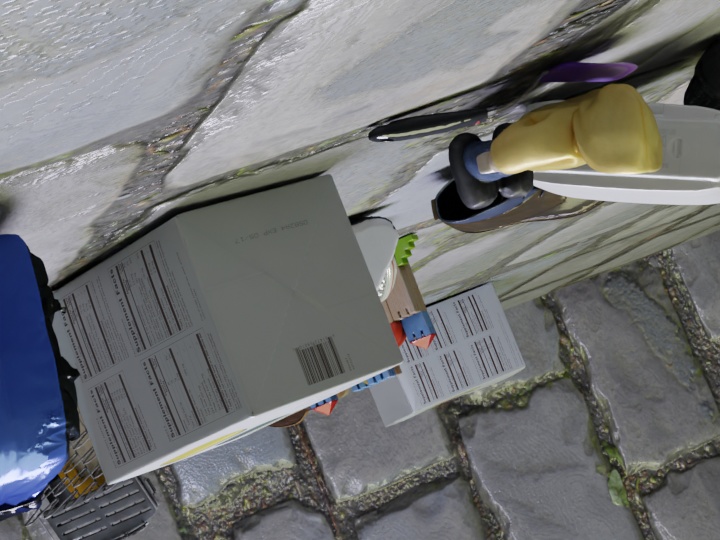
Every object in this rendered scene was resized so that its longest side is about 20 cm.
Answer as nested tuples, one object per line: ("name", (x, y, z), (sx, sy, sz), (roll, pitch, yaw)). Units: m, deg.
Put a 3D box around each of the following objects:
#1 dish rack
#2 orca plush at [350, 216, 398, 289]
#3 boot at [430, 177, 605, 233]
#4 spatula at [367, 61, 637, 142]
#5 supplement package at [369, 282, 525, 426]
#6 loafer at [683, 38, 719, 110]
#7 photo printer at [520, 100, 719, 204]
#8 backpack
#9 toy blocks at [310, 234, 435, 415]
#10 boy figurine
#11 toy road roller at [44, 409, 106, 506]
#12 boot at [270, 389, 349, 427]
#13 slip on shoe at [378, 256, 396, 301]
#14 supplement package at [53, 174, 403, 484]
("dish rack", (-0.291, 0.184, 1.920), (0.153, 0.201, 0.055), (-25, -166, 34))
("orca plush", (-0.045, 0.032, 1.769), (0.105, 0.201, 0.071), (36, 160, -30))
("boot", (0.153, -0.075, 1.710), (0.199, 0.075, 0.097), (-21, 177, 19))
("spatula", (0.097, -0.116, 1.382), (0.199, 0.021, 0.056), (-19, 178, -18))
("supplement package", (0.121, 0.134, 3.183), (0.199, 0.148, 0.191), (-21, 174, -15))
("loafer", (0.332, -0.154, 1.628), (0.200, 0.068, 0.070), (-6, 150, -44))
("photo printer", (0.213, -0.090, 1.583), (0.165, 0.070, 0.200), (4, 180, 12))
("backpack", (-0.252, 0.075, 1.179), (0.167, 0.164, 0.200), (-15, 173, -27))
("toy blocks", (-0.005, 0.064, 2.105), (0.199, 0.138, 0.100), (-23, 174, 15))
("boy figurine", (0.146, -0.089, 1.403), (0.124, 0.065, 0.200), (-15, -177, -31))
("toy road roller", (-0.263, 0.146, 2.045), (0.146, 0.123, 0.200), (-33, -176, -30))
("boot", (-0.134, 0.225, 3.620), (0.199, 0.073, 0.166), (-23, 162, 26))
("slip on shoe", (0.000, 0.000, 1.957), (0.061, 0.074, 0.200), (-55, 178, -17))
("supplement package", (-0.105, 0.045, 1.485), (0.151, 0.152, 0.200), (-17, 173, -41))
